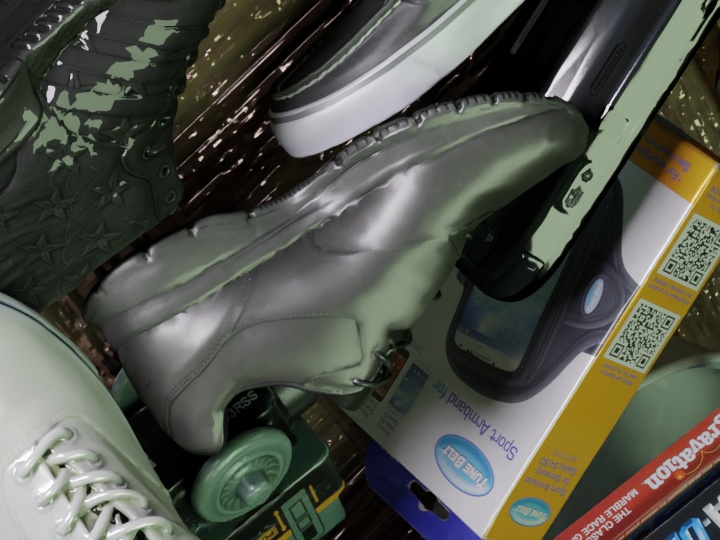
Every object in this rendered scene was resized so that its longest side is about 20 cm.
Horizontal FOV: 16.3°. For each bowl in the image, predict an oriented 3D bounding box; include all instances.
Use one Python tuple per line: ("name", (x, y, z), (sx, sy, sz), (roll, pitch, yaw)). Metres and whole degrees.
("bowl", (0.101, 0.102, 1.145), (0.201, 0.090, 0.202), (-22, 132, -27))

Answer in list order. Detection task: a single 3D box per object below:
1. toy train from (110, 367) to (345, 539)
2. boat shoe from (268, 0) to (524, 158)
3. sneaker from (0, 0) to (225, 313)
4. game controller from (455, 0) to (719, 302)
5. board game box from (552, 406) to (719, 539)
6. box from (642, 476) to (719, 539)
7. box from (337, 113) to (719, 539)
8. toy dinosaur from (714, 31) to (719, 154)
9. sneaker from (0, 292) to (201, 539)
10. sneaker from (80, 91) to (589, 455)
("toy train", (-0.093, 0.112, 0.995), (0.200, 0.085, 0.114), (-40, 147, -11))
("boat shoe", (0.035, -0.126, 0.945), (0.200, 0.070, 0.066), (-38, 109, 4))
("sneaker", (-0.090, -0.060, 0.887), (0.200, 0.060, 0.104), (-41, 137, -2))
("game controller", (0.090, -0.085, 0.990), (0.042, 0.104, 0.200), (29, 99, -22))
("board game box", (0.100, 0.129, 1.061), (0.200, 0.019, 0.103), (-37, 155, -14))
("box", (0.123, 0.168, 1.078), (0.200, 0.046, 0.159), (-37, 154, -14))
("box", (0.064, 0.019, 1.030), (0.041, 0.119, 0.200), (24, 101, -47))
("toy dinosaur", (0.168, -0.115, 0.987), (0.047, 0.200, 0.088), (22, 133, -10))
("sneaker", (-0.093, 0.084, 0.882), (0.073, 0.071, 0.200), (-44, 116, -16))
("sneaker", (0.000, 0.000, 0.938), (0.199, 0.091, 0.076), (-28, 178, 3))
